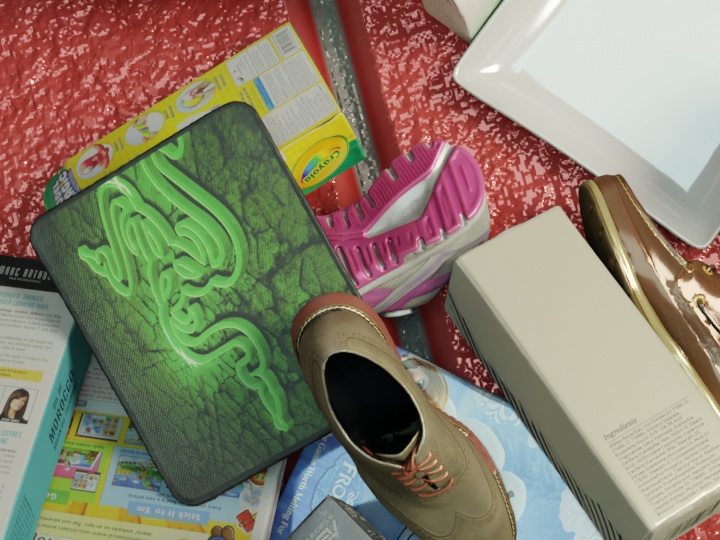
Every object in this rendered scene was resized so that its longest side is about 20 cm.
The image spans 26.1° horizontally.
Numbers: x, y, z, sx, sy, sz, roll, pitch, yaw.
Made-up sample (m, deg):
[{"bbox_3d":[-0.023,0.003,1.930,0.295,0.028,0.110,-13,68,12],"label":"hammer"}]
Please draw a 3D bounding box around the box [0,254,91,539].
[{"bbox_3d":[-0.223,0.086,0.947,0.082,0.049,0.201,7,56,8],"label":"box"}]

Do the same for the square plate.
[{"bbox_3d":[0.193,-0.147,0.991,0.198,0.028,0.200,36,89,10],"label":"square plate"}]

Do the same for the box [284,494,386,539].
[{"bbox_3d":[0.028,0.196,0.840,0.158,0.200,0.051,44,85,9],"label":"box"}]

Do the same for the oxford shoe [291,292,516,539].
[{"bbox_3d":[0.026,0.108,0.884,0.070,0.075,0.200,-36,109,8],"label":"oxford shoe"}]

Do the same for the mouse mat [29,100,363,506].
[{"bbox_3d":[-0.087,0.021,0.921,0.160,0.008,0.201,-30,89,7],"label":"mouse mat"}]

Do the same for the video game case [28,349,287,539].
[{"bbox_3d":[-0.145,0.114,0.967,0.199,0.023,0.183,7,56,8],"label":"video game case"}]

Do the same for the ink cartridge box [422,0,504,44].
[{"bbox_3d":[0.089,-0.236,0.928,0.050,0.200,0.161,36,89,10],"label":"ink cartridge box"}]

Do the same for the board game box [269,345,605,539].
[{"bbox_3d":[0.046,0.170,0.964,0.198,0.043,0.201,25,87,8],"label":"board game box"}]

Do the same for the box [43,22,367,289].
[{"bbox_3d":[-0.104,-0.063,0.982,0.199,0.048,0.118,-30,42,2],"label":"box"}]

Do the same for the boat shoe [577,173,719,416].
[{"bbox_3d":[0.200,0.026,0.951,0.067,0.072,0.201,-28,86,-2],"label":"boat shoe"}]

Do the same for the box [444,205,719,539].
[{"bbox_3d":[0.137,0.067,0.922,0.082,0.069,0.201,-25,66,-17],"label":"box"}]

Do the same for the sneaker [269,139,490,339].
[{"bbox_3d":[0.000,0.000,0.969,0.199,0.088,0.082,-24,61,15],"label":"sneaker"}]
